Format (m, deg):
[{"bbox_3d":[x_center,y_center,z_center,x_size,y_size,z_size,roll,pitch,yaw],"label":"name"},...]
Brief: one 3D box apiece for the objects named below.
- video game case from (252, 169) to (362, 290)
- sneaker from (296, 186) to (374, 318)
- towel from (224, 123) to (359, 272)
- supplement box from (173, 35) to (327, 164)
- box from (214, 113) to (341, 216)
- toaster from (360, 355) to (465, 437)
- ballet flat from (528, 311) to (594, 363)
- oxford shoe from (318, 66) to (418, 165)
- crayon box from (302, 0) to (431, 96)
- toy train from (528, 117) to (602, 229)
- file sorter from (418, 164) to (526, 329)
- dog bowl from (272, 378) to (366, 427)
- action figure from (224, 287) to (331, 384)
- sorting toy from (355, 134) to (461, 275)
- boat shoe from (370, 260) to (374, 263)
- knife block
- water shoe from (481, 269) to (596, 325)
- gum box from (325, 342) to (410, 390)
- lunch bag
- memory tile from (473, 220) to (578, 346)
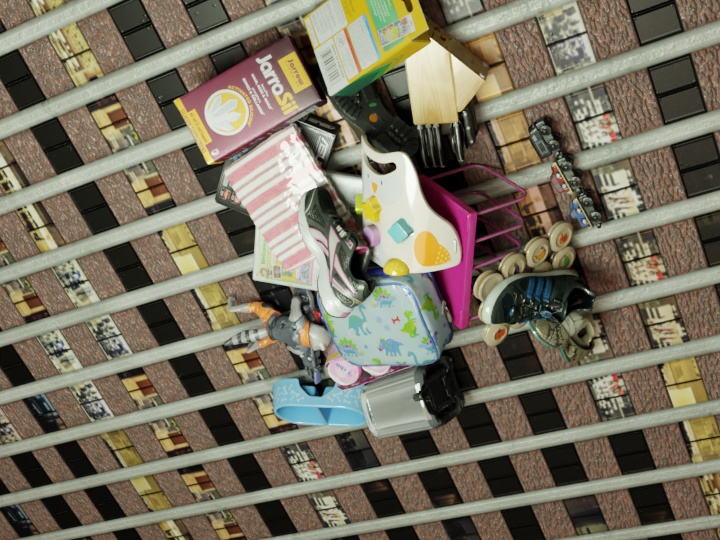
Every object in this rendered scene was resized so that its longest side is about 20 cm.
[{"bbox_3d":[-0.080,-0.066,1.580,0.181,0.022,0.202,9,111,9],"label":"video game case"},{"bbox_3d":[-0.025,-0.036,1.459,0.086,0.080,0.201,-28,73,33],"label":"sneaker"},{"bbox_3d":[-0.108,-0.112,1.545,0.146,0.030,0.201,-29,98,20],"label":"towel"},{"bbox_3d":[-0.163,-0.255,1.477,0.199,0.086,0.111,-28,95,8],"label":"supplement box"},{"bbox_3d":[-0.137,-0.172,1.590,0.159,0.044,0.201,23,123,1],"label":"box"},{"bbox_3d":[0.087,0.220,1.678,0.128,0.200,0.114,-19,89,25],"label":"toaster"},{"bbox_3d":[0.332,0.096,1.573,0.075,0.068,0.200,-32,149,15],"label":"ballet flat"},{"bbox_3d":[0.001,-0.235,1.499,0.200,0.073,0.084,52,164,3],"label":"oxford shoe"},{"bbox_3d":[0.018,-0.347,1.386,0.199,0.051,0.127,-26,81,41],"label":"crayon box"},{"bbox_3d":[0.312,-0.142,1.496,0.046,0.034,0.201,-24,111,30],"label":"toy train"},{"bbox_3d":[0.171,-0.044,1.516,0.125,0.139,0.201,-18,127,-26],"label":"file sorter"},{"bbox_3d":[-0.069,0.244,1.789,0.198,0.050,0.112,0,149,14],"label":"dog bowl"},{"bbox_3d":[-0.133,0.127,1.732,0.192,0.105,0.201,0,114,30],"label":"action figure"},{"bbox_3d":[0.044,-0.105,1.448,0.106,0.200,0.181,-23,120,-23],"label":"sorting toy"},{"bbox_3d":[0.000,0.000,1.639,0.198,0.075,0.062,13,124,5],"label":"boat shoe"},{"bbox_3d":[0.102,-0.259,1.464,0.199,0.064,0.176,36,121,-8],"label":"knife block"},{"bbox_3d":[0.274,0.045,1.480,0.079,0.199,0.072,37,133,44],"label":"water shoe"},{"bbox_3d":[0.038,0.124,1.679,0.199,0.114,0.066,-22,112,25],"label":"gum box"},{"bbox_3d":[0.038,0.065,1.519,0.199,0.082,0.162,-6,118,38],"label":"lunch bag"},{"bbox_3d":[0.262,0.021,1.523,0.017,0.199,0.154,38,153,44],"label":"memory tile"}]
